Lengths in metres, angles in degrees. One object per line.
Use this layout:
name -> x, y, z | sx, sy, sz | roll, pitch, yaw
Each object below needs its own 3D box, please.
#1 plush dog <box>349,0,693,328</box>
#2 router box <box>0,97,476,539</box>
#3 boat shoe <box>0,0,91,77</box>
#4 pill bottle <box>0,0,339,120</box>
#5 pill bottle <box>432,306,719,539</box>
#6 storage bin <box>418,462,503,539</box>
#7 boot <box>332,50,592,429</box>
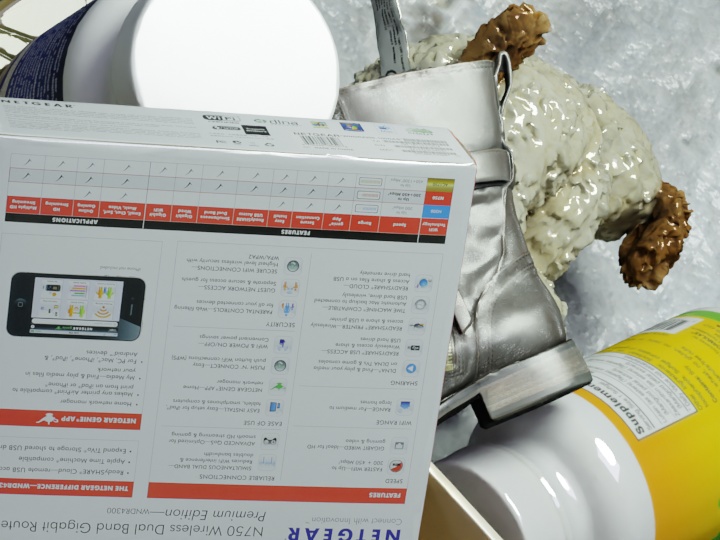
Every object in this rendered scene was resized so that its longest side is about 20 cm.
plush dog -> 0.078, -0.060, 1.433 | 0.200, 0.161, 0.172 | 42, 21, 28
router box -> -0.065, 0.027, 1.171 | 0.200, 0.180, 0.049 | 3, 20, -16
boat shoe -> -0.151, -0.123, 1.404 | 0.072, 0.066, 0.201 | 30, 68, -18
pill bottle -> -0.088, -0.072, 1.273 | 0.116, 0.200, 0.116 | 3, 82, -22
pill bottle -> 0.121, 0.098, 1.384 | 0.200, 0.111, 0.111 | -22, 72, -39
storage bin -> 0.019, 0.223, 1.249 | 0.200, 0.094, 0.199 | 47, 47, 4
boot -> 0.000, 0.000, 1.306 | 0.200, 0.069, 0.174 | -19, 84, -15
